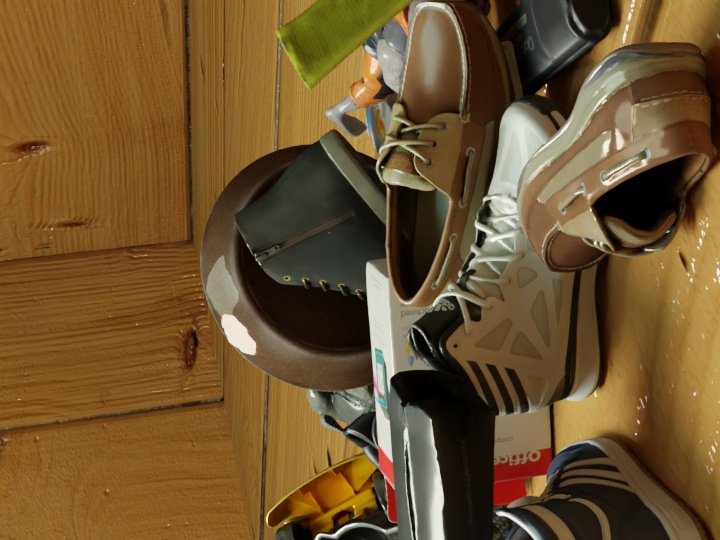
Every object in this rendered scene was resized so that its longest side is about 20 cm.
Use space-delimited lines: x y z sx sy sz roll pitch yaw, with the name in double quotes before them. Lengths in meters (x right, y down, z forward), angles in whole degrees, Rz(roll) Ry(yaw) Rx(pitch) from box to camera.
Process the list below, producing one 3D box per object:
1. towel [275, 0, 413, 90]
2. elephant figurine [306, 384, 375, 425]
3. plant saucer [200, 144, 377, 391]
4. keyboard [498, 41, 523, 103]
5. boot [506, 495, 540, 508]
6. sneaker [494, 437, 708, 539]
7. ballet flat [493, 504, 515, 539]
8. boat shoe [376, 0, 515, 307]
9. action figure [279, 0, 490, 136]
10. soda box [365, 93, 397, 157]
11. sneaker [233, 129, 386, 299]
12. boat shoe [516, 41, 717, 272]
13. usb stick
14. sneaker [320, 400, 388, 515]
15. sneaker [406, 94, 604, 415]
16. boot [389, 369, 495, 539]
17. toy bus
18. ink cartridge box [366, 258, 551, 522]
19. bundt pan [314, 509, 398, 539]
"towel" 0.029 -0.205 0.985 0.018 0.200 0.086 45 -170 -31
"elephant figurine" 0.006 0.055 1.305 0.200 0.155 0.142 85 -165 -57
"plant saucer" -0.023 -0.007 1.152 0.034 0.199 0.201 141 122 -69
"keyboard" 0.099 -0.051 0.978 0.056 0.011 0.201 6 114 54
"boot" 0.120 0.252 1.070 0.200 0.070 0.147 108 160 -62
"sneaker" 0.119 0.151 0.877 0.200 0.108 0.070 -144 48 -75
"ballet flat" 0.058 0.228 1.036 0.201 0.072 0.072 100 161 -46
"boat shoe" 0.050 -0.069 0.941 0.075 0.074 0.201 9 108 42
"action figure" 0.019 -0.148 1.052 0.193 0.104 0.201 -14 60 65
"soda box" 0.058 -0.093 1.139 0.200 0.068 0.064 -114 19 -55
"sneaker" 0.000 0.000 1.111 0.200 0.106 0.075 51 -171 -15
"boat shoe" 0.134 -0.041 0.789 0.200 0.075 0.072 103 155 -64
"usb stick" 0.113 -0.146 0.938 0.200 0.032 0.056 146 110 -77
"sneaker" 0.034 0.099 1.191 0.078 0.139 0.201 117 144 -71
"sneaker" 0.086 -0.001 0.904 0.076 0.115 0.201 18 119 57
"boot" 0.033 0.157 0.913 0.165 0.065 0.201 19 121 58
"toy bus" 0.023 0.261 1.372 0.200 0.135 0.192 59 -171 1
"ink cartridge box" 0.072 0.089 1.061 0.067 0.116 0.201 -141 45 -73
"bundt pan" 0.039 0.286 1.219 0.076 0.201 0.203 -31 -59 -60
